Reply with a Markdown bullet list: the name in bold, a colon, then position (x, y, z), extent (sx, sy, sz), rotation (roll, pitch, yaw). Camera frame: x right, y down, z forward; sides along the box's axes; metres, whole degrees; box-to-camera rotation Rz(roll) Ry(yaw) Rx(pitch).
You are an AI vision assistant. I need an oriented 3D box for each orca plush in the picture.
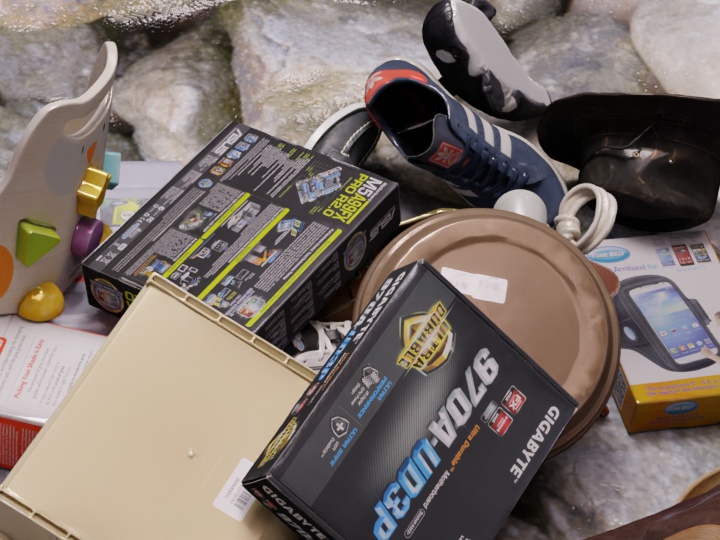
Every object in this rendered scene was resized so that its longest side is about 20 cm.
- **orca plush**: position (0.094, -0.170, 1.929), extent (0.071, 0.200, 0.105), rotation (-19, 76, 24)

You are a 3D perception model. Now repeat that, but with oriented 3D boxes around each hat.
- **hat**: position (0.240, -0.078, 1.849), extent (0.200, 0.201, 0.081), rotation (8, 68, -1)

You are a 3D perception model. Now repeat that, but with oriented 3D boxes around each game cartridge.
- **game cartridge**: position (-0.185, -0.014, 1.800), extent (0.133, 0.041, 0.200), rotation (1, 45, -13)

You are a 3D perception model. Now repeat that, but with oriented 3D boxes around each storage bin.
- **storage bin**: position (-0.120, 0.140, 1.557), extent (0.198, 0.094, 0.200), rotation (32, 64, 5)

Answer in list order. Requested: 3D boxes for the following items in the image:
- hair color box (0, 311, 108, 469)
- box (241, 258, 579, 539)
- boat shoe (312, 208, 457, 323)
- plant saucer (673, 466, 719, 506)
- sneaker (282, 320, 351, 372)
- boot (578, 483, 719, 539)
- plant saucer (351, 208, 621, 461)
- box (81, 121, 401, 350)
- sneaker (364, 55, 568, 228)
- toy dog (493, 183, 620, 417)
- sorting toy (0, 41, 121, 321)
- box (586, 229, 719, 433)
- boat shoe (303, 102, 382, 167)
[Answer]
- **hair color box**: position (-0.257, 0.088, 1.668), extent (0.200, 0.061, 0.102), rotation (14, 45, 4)
- **box**: position (0.036, 0.117, 1.537), extent (0.159, 0.046, 0.200), rotation (43, 62, -13)
- **boat shoe**: position (0.000, 0.000, 1.788), extent (0.200, 0.068, 0.072), rotation (-24, 55, -27)
- **plant saucer**: position (0.314, 0.222, 1.637), extent (0.200, 0.035, 0.200), rotation (4, 45, -4)
- **sneaker**: position (-0.029, 0.065, 1.716), extent (0.200, 0.073, 0.072), rotation (-11, 52, -19)
- **boot**: position (0.207, 0.198, 1.584), extent (0.200, 0.072, 0.166), rotation (-13, 11, 45)
- **plant saucer**: position (0.093, 0.046, 1.644), extent (0.200, 0.029, 0.200), rotation (2, 72, -7)
- **box**: position (-0.088, -0.021, 1.723), extent (0.160, 0.044, 0.200), rotation (22, 48, 25)
- **sneaker**: position (0.081, -0.094, 1.850), extent (0.200, 0.075, 0.085), rotation (36, 18, 0)
- **toy dog**: position (0.155, 0.039, 1.750), extent (0.132, 0.096, 0.200), rotation (-5, 67, 41)
- **sorting toy**: position (-0.228, -0.076, 1.684), extent (0.107, 0.180, 0.200), rotation (27, 36, 4)
- **box**: position (0.242, 0.037, 1.808), extent (0.119, 0.042, 0.200), rotation (-6, 49, -14)
- **boat shoe**: position (-0.036, -0.058, 1.844), extent (0.060, 0.076, 0.200), rotation (30, 61, 21)
